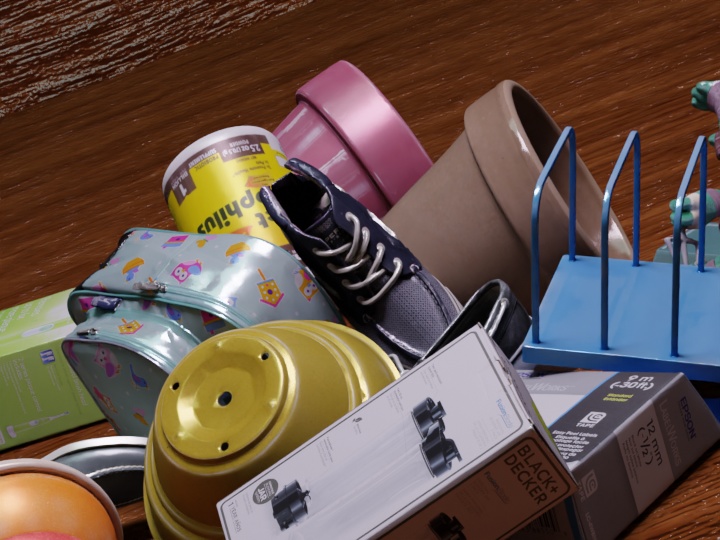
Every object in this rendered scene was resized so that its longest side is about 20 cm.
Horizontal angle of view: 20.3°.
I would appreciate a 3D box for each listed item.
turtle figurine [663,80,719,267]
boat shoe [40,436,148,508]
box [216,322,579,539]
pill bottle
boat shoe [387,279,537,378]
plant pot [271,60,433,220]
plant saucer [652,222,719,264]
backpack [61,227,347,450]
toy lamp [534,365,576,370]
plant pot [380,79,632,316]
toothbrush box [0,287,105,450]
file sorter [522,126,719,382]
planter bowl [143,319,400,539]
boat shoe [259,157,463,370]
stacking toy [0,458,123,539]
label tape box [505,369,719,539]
[{"bbox_3d":[0.274,-0.033,1.494,0.100,0.150,0.202,4,60,8],"label":"turtle figurine"},{"bbox_3d":[-0.222,0.171,1.426,0.198,0.073,0.062,-13,51,-1],"label":"boat shoe"},{"bbox_3d":[0.019,0.133,1.187,0.199,0.060,0.117,-36,32,5],"label":"box"},{"bbox_3d":[-0.081,-0.011,1.653,0.108,0.201,0.110,-22,-24,-10],"label":"pill bottle"},{"bbox_3d":[0.049,0.087,1.362,0.199,0.068,0.073,-45,29,-21],"label":"boat shoe"},{"bbox_3d":[-0.031,-0.056,1.800,0.178,0.201,0.200,-37,19,-6],"label":"plant pot"},{"bbox_3d":[0.313,-0.015,1.561,0.070,0.019,0.199,-28,18,-30],"label":"plant saucer"},{"bbox_3d":[-0.111,0.063,1.504,0.198,0.177,0.154,-4,36,36],"label":"backpack"},{"bbox_3d":[0.157,0.062,1.423,0.199,0.059,0.058,-7,20,41],"label":"toy lamp"},{"bbox_3d":[0.098,-0.019,1.556,0.174,0.201,0.200,-33,12,16],"label":"plant pot"},{"bbox_3d":[-0.242,0.072,1.767,0.198,0.087,0.146,-16,17,6],"label":"toothbrush box"},{"bbox_3d":[0.216,-0.015,1.322,0.198,0.124,0.139,5,27,16],"label":"file sorter"},{"bbox_3d":[-0.073,0.101,1.316,0.199,0.084,0.202,-13,54,19],"label":"planter bowl"},{"bbox_3d":[0.000,0.000,1.461,0.075,0.093,0.200,-47,60,-1],"label":"boat shoe"},{"bbox_3d":[-0.193,0.220,1.216,0.145,0.147,0.200,-22,32,-12],"label":"stacking toy"},{"bbox_3d":[0.138,0.105,1.286,0.142,0.067,0.200,-2,25,44],"label":"label tape box"}]
